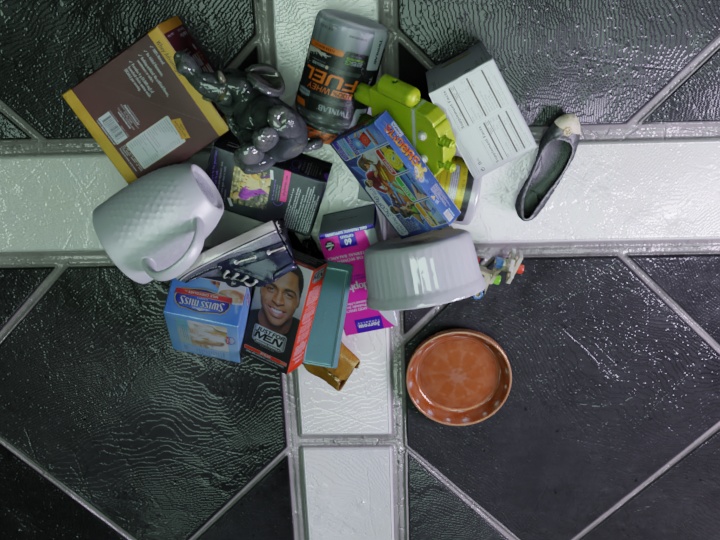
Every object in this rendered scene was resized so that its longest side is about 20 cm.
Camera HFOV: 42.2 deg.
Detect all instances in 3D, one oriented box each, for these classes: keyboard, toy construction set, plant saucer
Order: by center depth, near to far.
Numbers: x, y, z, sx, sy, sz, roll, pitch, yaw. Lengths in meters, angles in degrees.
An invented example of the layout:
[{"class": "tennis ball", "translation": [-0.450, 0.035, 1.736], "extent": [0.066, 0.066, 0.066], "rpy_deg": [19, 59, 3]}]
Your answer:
[{"class": "plant saucer", "translation": [-0.061, 0.080, 1.628], "extent": [0.069, 0.019, 0.201], "rpy_deg": [10, 110, 1]}, {"class": "toy construction set", "translation": [0.188, -0.020, 1.653], "extent": [0.199, 0.092, 0.132], "rpy_deg": [21, 111, 6]}, {"class": "keyboard", "translation": [-0.093, -0.002, 1.706], "extent": [0.104, 0.040, 0.201], "rpy_deg": [-18, 113, 35]}, {"class": "plant saucer", "translation": [0.186, 0.201, 1.767], "extent": [0.199, 0.032, 0.201], "rpy_deg": [1, 112, 3]}]

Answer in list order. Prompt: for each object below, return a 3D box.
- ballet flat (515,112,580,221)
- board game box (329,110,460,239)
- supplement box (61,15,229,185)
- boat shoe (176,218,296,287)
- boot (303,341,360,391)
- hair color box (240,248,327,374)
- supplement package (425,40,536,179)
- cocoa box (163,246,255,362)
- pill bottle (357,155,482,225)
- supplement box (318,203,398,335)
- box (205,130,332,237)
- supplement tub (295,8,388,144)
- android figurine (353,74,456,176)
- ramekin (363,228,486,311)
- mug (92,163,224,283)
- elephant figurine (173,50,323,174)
[{"class": "ballet flat", "translation": [0.326, -0.173, 1.597], "extent": [0.066, 0.057, 0.201], "rpy_deg": [19, 111, -6]}, {"class": "board game box", "translation": [0.053, -0.146, 1.471], "extent": [0.200, 0.034, 0.135], "rpy_deg": [52, 150, -16]}, {"class": "supplement box", "translation": [-0.339, -0.277, 1.547], "extent": [0.199, 0.133, 0.198], "rpy_deg": [-31, 107, 14]}, {"class": "boat shoe", "translation": [-0.198, -0.004, 1.511], "extent": [0.199, 0.075, 0.093], "rpy_deg": [-25, 92, 4]}, {"class": "boot", "translation": [-0.058, 0.120, 1.687], "extent": [0.144, 0.071, 0.202], "rpy_deg": [33, 136, 17]}, {"class": "hair color box", "translation": [-0.133, 0.066, 1.602], "extent": [0.101, 0.061, 0.201], "rpy_deg": [22, 111, 18]}, {"class": "supplement package", "translation": [0.188, -0.261, 1.492], "extent": [0.110, 0.200, 0.156], "rpy_deg": [-28, 107, 12]}, {"class": "cocoa box", "translation": [-0.258, 0.062, 1.627], "extent": [0.133, 0.132, 0.200], "rpy_deg": [12, 156, -1]}, {"class": "pill bottle", "translation": [0.100, -0.150, 1.587], "extent": [0.199, 0.114, 0.115], "rpy_deg": [11, 112, -2]}, {"class": "supplement box", "translation": [0.000, 0.000, 1.659], "extent": [0.101, 0.103, 0.201], "rpy_deg": [-12, 112, 8]}, {"class": "box", "translation": [-0.160, -0.151, 1.594], "extent": [0.199, 0.122, 0.107], "rpy_deg": [18, 112, -4]}, {"class": "supplement tub", "translation": [-0.036, -0.314, 1.524], "extent": [0.122, 0.123, 0.201], "rpy_deg": [15, 112, -3]}, {"class": "android figurine", "translation": [0.071, -0.216, 1.448], "extent": [0.200, 0.041, 0.183], "rpy_deg": [34, 149, 29]}, {"class": "ramekin", "translation": [0.099, -0.004, 1.528], "extent": [0.199, 0.200, 0.098], "rpy_deg": [-10, 98, 7]}, {"class": "mug", "translation": [-0.306, -0.068, 1.478], "extent": [0.175, 0.201, 0.148], "rpy_deg": [-32, 138, 10]}, {"class": "elephant figurine", "translation": [-0.175, -0.264, 1.460], "extent": [0.141, 0.155, 0.200], "rpy_deg": [-32, 72, -5]}]
